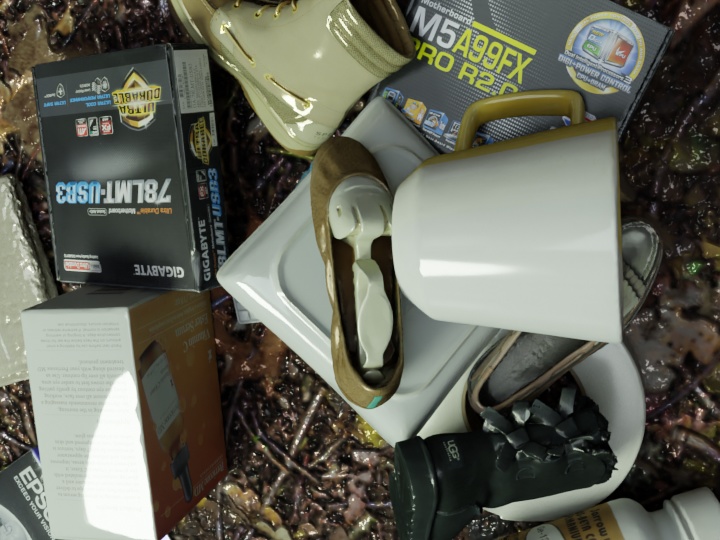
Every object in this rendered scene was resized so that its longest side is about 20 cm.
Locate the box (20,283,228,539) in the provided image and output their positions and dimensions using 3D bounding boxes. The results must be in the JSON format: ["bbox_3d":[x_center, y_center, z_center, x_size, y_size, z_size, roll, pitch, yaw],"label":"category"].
[{"bbox_3d":[-0.203,0.115,0.846,0.105,0.152,0.203,-2,101,16],"label":"box"}]

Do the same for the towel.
[{"bbox_3d":[-0.363,0.015,0.937,0.131,0.034,0.203,-14,96,17],"label":"towel"}]

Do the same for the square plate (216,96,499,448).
[{"bbox_3d":[0.025,-0.001,0.734,0.200,0.028,0.198,43,80,-5],"label":"square plate"}]

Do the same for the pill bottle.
[{"bbox_3d":[0.201,0.249,0.762,0.197,0.114,0.116,-20,95,6],"label":"pill bottle"}]

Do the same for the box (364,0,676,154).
[{"bbox_3d":[0.122,-0.156,0.752,0.198,0.044,0.162,28,109,10],"label":"box"}]

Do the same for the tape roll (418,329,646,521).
[{"bbox_3d":[0.141,0.112,0.804,0.200,0.037,0.206,3,101,16],"label":"tape roll"}]

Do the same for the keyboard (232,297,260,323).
[{"bbox_3d":[-0.025,0.012,0.848,0.197,0.011,0.057,-7,99,18],"label":"keyboard"}]

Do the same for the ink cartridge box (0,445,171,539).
[{"bbox_3d":[-0.300,0.279,0.966,0.199,0.043,0.199,-35,89,18],"label":"ink cartridge box"}]

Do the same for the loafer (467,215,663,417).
[{"bbox_3d":[0.160,0.041,0.730,0.072,0.063,0.200,44,99,9],"label":"loafer"}]

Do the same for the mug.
[{"bbox_3d":[0.108,-0.032,0.675,0.151,0.187,0.152,-2,114,17],"label":"mug"}]

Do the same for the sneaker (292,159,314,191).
[{"bbox_3d":[0.000,0.000,0.801,0.090,0.078,0.203,-23,86,51],"label":"sneaker"}]

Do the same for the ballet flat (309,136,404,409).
[{"bbox_3d":[0.002,-0.002,0.678,0.067,0.072,0.203,-2,85,-11],"label":"ballet flat"}]

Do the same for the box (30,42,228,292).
[{"bbox_3d":[-0.203,-0.087,0.827,0.198,0.049,0.202,4,101,38],"label":"box"}]

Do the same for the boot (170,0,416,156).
[{"bbox_3d":[-0.059,-0.209,0.752,0.201,0.073,0.155,54,135,-2],"label":"boot"}]

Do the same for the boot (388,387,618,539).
[{"bbox_3d":[0.107,0.167,0.753,0.160,0.199,0.074,-11,59,-9],"label":"boot"}]
